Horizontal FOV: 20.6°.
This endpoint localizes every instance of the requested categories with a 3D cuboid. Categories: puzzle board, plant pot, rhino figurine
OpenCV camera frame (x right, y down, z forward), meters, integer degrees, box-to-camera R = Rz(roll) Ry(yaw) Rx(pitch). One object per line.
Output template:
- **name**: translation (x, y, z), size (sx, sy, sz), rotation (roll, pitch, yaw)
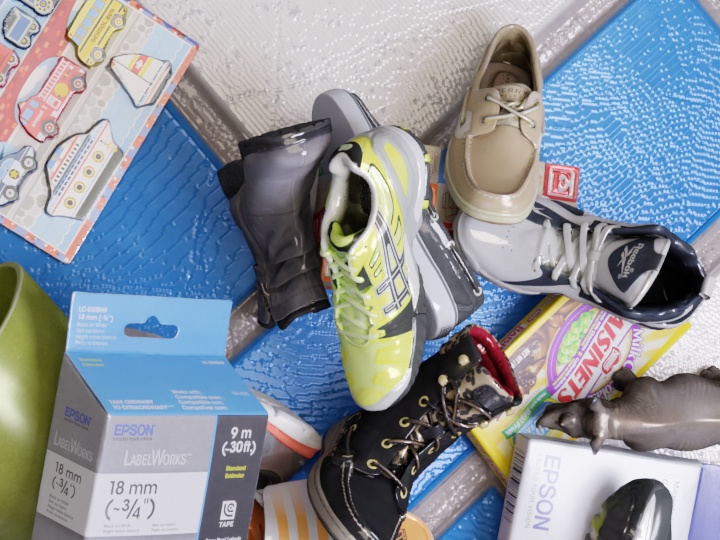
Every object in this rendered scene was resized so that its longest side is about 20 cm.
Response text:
- **puzzle board**: translation (-0.234, -0.129, 1.504), size (0.150, 0.017, 0.201), rotation (32, 80, -8)
- **plant pot**: translation (-0.229, 0.129, 1.413), size (0.200, 0.187, 0.188), rotation (41, 78, -22)
- **rhino figurine**: translation (0.221, 0.109, 1.525), size (0.198, 0.087, 0.060), rotation (-2, 101, -26)

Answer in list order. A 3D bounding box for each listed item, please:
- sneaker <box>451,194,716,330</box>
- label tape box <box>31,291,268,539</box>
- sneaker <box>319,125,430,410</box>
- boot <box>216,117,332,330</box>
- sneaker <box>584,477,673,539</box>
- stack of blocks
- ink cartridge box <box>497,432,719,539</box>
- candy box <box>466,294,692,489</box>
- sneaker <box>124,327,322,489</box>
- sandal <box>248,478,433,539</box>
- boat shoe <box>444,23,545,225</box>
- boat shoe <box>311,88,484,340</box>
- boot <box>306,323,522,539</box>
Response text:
- **sneaker**: translation (0.172, -0.011, 1.463), size (0.198, 0.130, 0.080), rotation (26, 79, -9)
- **label tape box**: translation (-0.139, 0.122, 1.345), size (0.143, 0.063, 0.202), rotation (4, 99, -44)
- **sneaker**: translation (0.000, 0.000, 1.396), size (0.076, 0.075, 0.202), rotation (-9, 101, -49)
- **boot**: translation (-0.047, -0.031, 1.444), size (0.069, 0.200, 0.133), rotation (-14, 84, -12)
- **sneaker**: translation (0.211, 0.252, 1.490), size (0.084, 0.074, 0.202), rotation (7, 103, -18)
- **stack of blocks**: translation (0.064, -0.033, 1.538), size (0.198, 0.059, 0.116), rotation (7, 84, -12)
- **ink cartridge box**: translation (0.200, 0.238, 1.537), size (0.198, 0.043, 0.198), rotation (9, 93, -10)
- **candy box**: translation (0.163, 0.072, 1.555), size (0.200, 0.026, 0.102), rotation (-43, 114, -12)
- **sneaker**: translation (-0.118, 0.113, 1.457), size (0.199, 0.077, 0.082), rotation (32, 91, -29)
- **sandal**: translation (-0.025, 0.188, 1.470), size (0.205, 0.059, 0.080), rotation (2, 55, -31)
- **boat shoe**: translation (0.106, -0.112, 1.495), size (0.071, 0.065, 0.201), rotation (11, 40, 0)
- **boat shoe**: translation (0.027, -0.047, 1.473), size (0.056, 0.068, 0.201), rotation (-28, 94, -29)
- **boot**: translation (0.041, 0.122, 1.428), size (0.150, 0.200, 0.073), rotation (-39, 100, 14)
